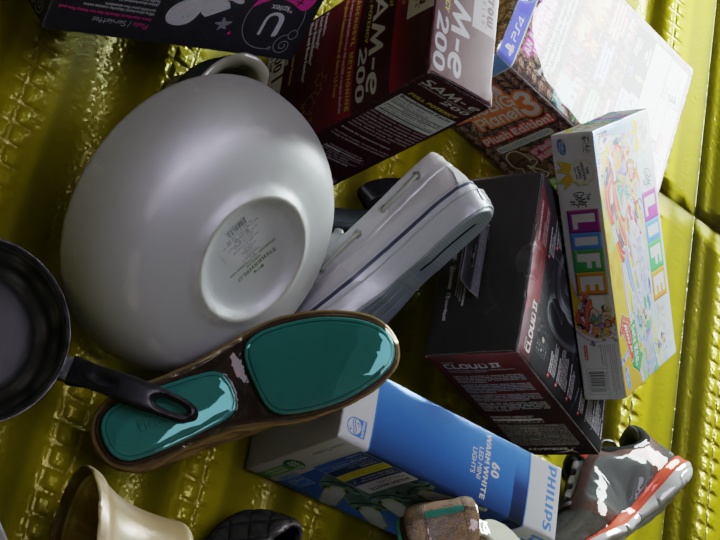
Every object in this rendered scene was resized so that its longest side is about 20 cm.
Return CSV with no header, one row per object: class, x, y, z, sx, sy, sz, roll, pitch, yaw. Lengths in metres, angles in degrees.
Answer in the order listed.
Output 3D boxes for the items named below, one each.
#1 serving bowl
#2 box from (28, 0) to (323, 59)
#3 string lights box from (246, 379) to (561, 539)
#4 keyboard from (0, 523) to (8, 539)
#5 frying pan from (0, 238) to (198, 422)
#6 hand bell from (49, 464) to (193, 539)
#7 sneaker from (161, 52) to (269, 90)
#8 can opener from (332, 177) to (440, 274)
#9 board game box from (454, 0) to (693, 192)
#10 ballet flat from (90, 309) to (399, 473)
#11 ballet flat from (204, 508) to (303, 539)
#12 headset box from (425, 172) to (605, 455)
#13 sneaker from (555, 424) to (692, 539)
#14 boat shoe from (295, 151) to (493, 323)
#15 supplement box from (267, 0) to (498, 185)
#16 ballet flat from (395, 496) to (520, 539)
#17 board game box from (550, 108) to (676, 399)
serving bowl,-0.087,-0.019,0.947,0.200,0.066,0.200,-24,128,-35
box,-0.129,-0.230,1.001,0.200,0.115,0.132,2,42,-41
string lights box,0.033,0.136,1.043,0.200,0.103,0.059,29,55,-30
keyboard,-0.200,0.215,0.851,0.200,0.056,0.011,67,17,-1
frying pan,-0.194,0.036,0.898,0.190,0.031,0.115,2,76,-20
hand bell,-0.078,0.184,0.902,0.200,0.104,0.104,13,66,-23
sneaker,-0.116,-0.066,0.995,0.067,0.090,0.200,36,55,-27
can opener,-0.005,-0.024,1.108,0.200,0.079,0.063,-9,119,-39
board game box,0.168,-0.159,1.268,0.200,0.097,0.160,40,53,-23
ballet flat,-0.074,0.074,0.949,0.200,0.063,0.069,-16,82,-10
ballet flat,-0.095,0.232,0.929,0.066,0.057,0.200,42,52,-26
headset box,0.123,0.032,1.128,0.200,0.077,0.149,46,47,-49
sneaker,0.179,0.184,1.190,0.200,0.077,0.082,-25,65,-44
boat shoe,0.000,0.000,1.049,0.200,0.074,0.067,-39,69,-2
supplement box,0.009,-0.137,1.052,0.061,0.200,0.109,23,60,-33
ballet flat,0.091,0.215,1.037,0.200,0.067,0.068,54,15,-49
board game box,0.196,-0.016,1.152,0.134,0.034,0.200,-26,110,-59
